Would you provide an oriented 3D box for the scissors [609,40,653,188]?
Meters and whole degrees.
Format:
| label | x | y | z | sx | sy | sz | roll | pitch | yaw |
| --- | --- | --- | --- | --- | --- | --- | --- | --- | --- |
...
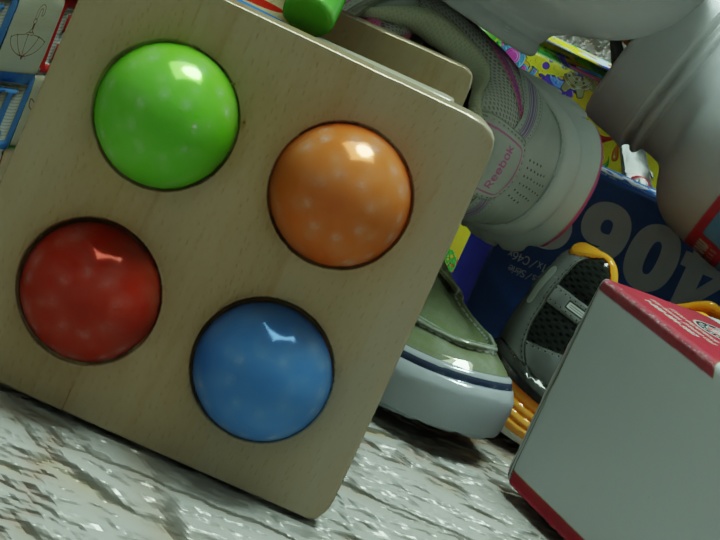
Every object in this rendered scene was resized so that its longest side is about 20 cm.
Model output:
| label | x | y | z | sx | sy | sz | roll | pitch | yaw |
| --- | --- | --- | --- | --- | --- | --- | --- | --- | --- |
| scissors | 0.137 | -0.026 | 1.066 | 0.072 | 0.201 | 0.014 | 13 | -29 | -4 |

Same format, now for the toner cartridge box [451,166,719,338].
| label | x | y | z | sx | sy | sz | roll | pitch | yaw |
| --- | --- | --- | --- | --- | --- | --- | --- | --- | --- |
| toner cartridge box | 0.140 | 0.023 | 0.984 | 0.199 | 0.096 | 0.043 | 22 | 11 | -12 |

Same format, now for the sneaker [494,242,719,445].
| label | x | y | z | sx | sy | sz | roll | pitch | yaw |
| --- | --- | --- | --- | --- | --- | --- | --- | --- | --- |
| sneaker | 0.140 | 0.054 | 0.882 | 0.199 | 0.078 | 0.078 | 22 | 9 | -24 |

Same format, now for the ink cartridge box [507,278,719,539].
| label | x | y | z | sx | sy | sz | roll | pitch | yaw |
| --- | --- | --- | --- | --- | --- | --- | --- | --- | --- |
| ink cartridge box | 0.173 | 0.090 | 0.763 | 0.199 | 0.083 | 0.146 | 19 | 12 | -30 |

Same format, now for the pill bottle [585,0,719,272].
| label | x | y | z | sx | sy | sz | roll | pitch | yaw |
| --- | --- | --- | --- | --- | --- | --- | --- | --- | --- |
| pill bottle | 0.191 | -0.030 | 0.910 | 0.200 | 0.109 | 0.109 | 41 | 13 | 8 |

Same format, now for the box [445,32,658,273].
| label | x | y | z | sx | sy | sz | roll | pitch | yaw |
| --- | --- | --- | --- | --- | --- | --- | --- | --- | --- |
| box | 0.108 | -0.052 | 1.205 | 0.191 | 0.123 | 0.200 | 23 | 10 | -6 |

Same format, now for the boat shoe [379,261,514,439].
| label | x | y | z | sx | sy | sz | roll | pitch | yaw |
| --- | --- | --- | --- | --- | --- | --- | --- | --- | --- |
| boat shoe | 0.000 | 0.000 | 0.864 | 0.072 | 0.062 | 0.200 | 17 | 13 | -34 |

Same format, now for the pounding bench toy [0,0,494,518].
| label | x | y | z | sx | sy | sz | roll | pitch | yaw |
| --- | --- | --- | --- | --- | --- | --- | --- | --- | --- |
| pounding bench toy | -0.027 | -0.054 | 0.687 | 0.123 | 0.201 | 0.156 | 24 | 10 | -5 |

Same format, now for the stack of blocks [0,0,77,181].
| label | x | y | z | sx | sy | sz | roll | pitch | yaw |
| --- | --- | --- | --- | --- | --- | --- | --- | --- | --- |
| stack of blocks | -0.165 | -0.080 | 0.733 | 0.058 | 0.116 | 0.200 | 28 | 12 | 22 |

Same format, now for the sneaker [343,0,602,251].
| label | x | y | z | sx | sy | sz | roll | pitch | yaw |
| --- | --- | --- | --- | --- | --- | --- | --- | --- | --- |
| sneaker | 0.000 | -0.086 | 0.869 | 0.199 | 0.082 | 0.088 | 32 | 3 | 22 |

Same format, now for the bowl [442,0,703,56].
| label | x | y | z | sx | sy | sz | roll | pitch | yaw |
| --- | --- | --- | --- | --- | --- | --- | --- | --- | --- |
| bowl | 0.051 | -0.144 | 0.847 | 0.200 | 0.091 | 0.201 | 35 | 9 | -6 |

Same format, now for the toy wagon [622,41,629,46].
| label | x | y | z | sx | sy | sz | roll | pitch | yaw |
| --- | --- | --- | --- | --- | --- | --- | --- | --- | --- |
| toy wagon | 0.144 | -0.133 | 1.125 | 0.199 | 0.040 | 0.155 | 35 | 4 | -27 |
